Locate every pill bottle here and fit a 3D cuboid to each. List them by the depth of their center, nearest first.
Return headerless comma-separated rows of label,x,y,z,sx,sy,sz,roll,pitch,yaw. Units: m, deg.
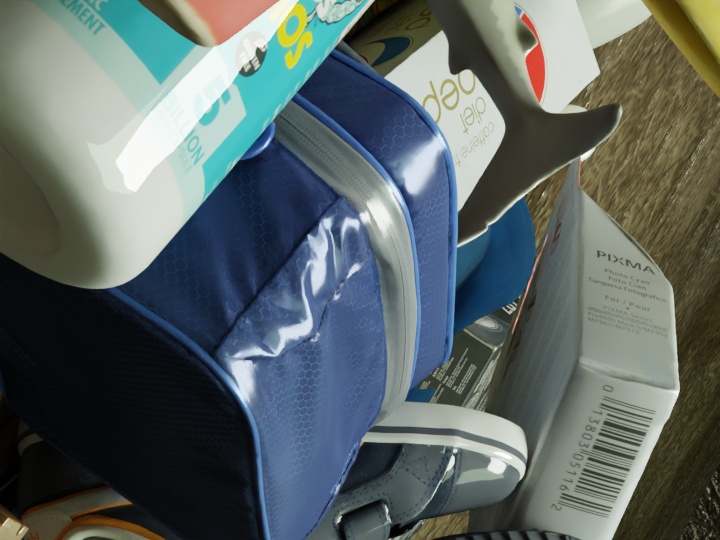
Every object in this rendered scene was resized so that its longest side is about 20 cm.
pill bottle,-0.046,-0.101,0.577,0.200,0.110,0.111,-52,163,-22

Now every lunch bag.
lunch bag,-0.046,-0.007,0.703,0.133,0.135,0.201,-50,161,-24

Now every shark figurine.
shark figurine,0.017,-0.121,0.750,0.089,0.217,0.128,-15,-173,-10

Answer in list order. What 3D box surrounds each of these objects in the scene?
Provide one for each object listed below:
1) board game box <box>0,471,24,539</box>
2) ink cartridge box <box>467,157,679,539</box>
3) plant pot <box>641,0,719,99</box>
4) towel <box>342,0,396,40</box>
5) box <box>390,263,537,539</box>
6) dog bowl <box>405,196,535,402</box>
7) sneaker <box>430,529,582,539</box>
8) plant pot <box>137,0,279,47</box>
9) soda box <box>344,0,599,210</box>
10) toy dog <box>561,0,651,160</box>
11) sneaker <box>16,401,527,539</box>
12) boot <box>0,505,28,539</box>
board game box,-0.172,0.179,0.866,0.135,0.028,0.201,-44,159,-40
ink cartridge box,0.090,0.052,0.912,0.201,0.047,0.161,-77,-176,-57
plant pot,0.167,-0.187,0.791,0.188,0.202,0.201,-36,165,7
towel,0.037,-0.159,0.883,0.200,0.018,0.087,-42,158,-44
box,0.042,0.095,1.280,0.201,0.043,0.160,-61,169,22
dog bowl,0.000,0.000,0.903,0.049,0.112,0.200,-36,-174,41
sneaker,0.007,0.152,0.838,0.198,0.071,0.082,-16,171,0
plant pot,-0.024,-0.159,0.432,0.177,0.200,0.200,-47,164,-1
soda box,0.025,-0.069,0.872,0.200,0.063,0.069,-43,118,-47
toy dog,0.105,-0.107,1.029,0.201,0.096,0.132,-60,157,5
sneaker,-0.033,0.095,0.808,0.079,0.198,0.080,98,-8,-67
boot,-0.171,0.094,0.642,0.107,0.075,0.200,-50,164,-10
